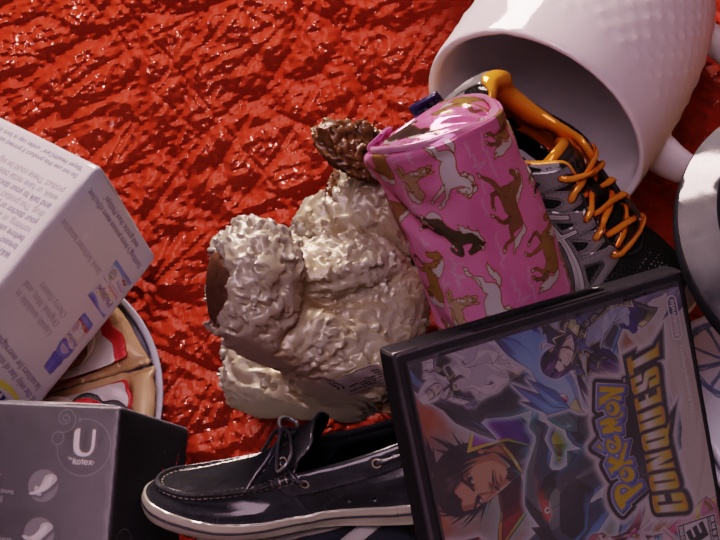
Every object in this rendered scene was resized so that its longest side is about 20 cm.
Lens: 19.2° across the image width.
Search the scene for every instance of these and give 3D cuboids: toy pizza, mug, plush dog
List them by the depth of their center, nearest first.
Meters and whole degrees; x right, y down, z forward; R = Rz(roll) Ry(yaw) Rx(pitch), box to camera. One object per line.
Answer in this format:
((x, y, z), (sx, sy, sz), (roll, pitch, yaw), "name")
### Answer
((0.000, 0.000, 1.300), (0.159, 0.200, 0.173), (14, 68, 8), "plush dog")
((0.167, -0.133, 1.339), (0.199, 0.148, 0.176), (35, 56, 1), "mug")
((-0.227, 0.087, 1.396), (0.199, 0.032, 0.201), (-4, 68, 11), "toy pizza")

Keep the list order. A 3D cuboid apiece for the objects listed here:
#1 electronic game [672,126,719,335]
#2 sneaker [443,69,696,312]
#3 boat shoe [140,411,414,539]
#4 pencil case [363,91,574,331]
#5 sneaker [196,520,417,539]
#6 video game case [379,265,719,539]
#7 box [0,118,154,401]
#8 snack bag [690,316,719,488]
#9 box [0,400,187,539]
((0.273, -0.011, 1.206), (0.199, 0.042, 0.201), (6, 58, -10), "electronic game")
((0.122, -0.041, 1.267), (0.200, 0.077, 0.078), (37, 50, -1), "sneaker")
((-0.032, 0.115, 1.237), (0.199, 0.075, 0.063), (-6, 109, 12), "boat shoe")
((0.071, -0.001, 1.227), (0.082, 0.201, 0.086), (-29, 21, -17), "pencil case")
((-0.018, 0.177, 1.273), (0.129, 0.199, 0.080), (-6, 95, -22), "sneaker")
((0.115, 0.117, 1.204), (0.180, 0.025, 0.201), (-15, 103, -16), "video game case")
((-0.270, 0.004, 1.369), (0.183, 0.105, 0.200), (26, 68, 33), "box")
((0.290, 0.080, 1.267), (0.199, 0.021, 0.189), (-23, 63, -18), "snack bag")
((-0.177, 0.184, 1.279), (0.105, 0.122, 0.201), (1, 81, 15), "box")
